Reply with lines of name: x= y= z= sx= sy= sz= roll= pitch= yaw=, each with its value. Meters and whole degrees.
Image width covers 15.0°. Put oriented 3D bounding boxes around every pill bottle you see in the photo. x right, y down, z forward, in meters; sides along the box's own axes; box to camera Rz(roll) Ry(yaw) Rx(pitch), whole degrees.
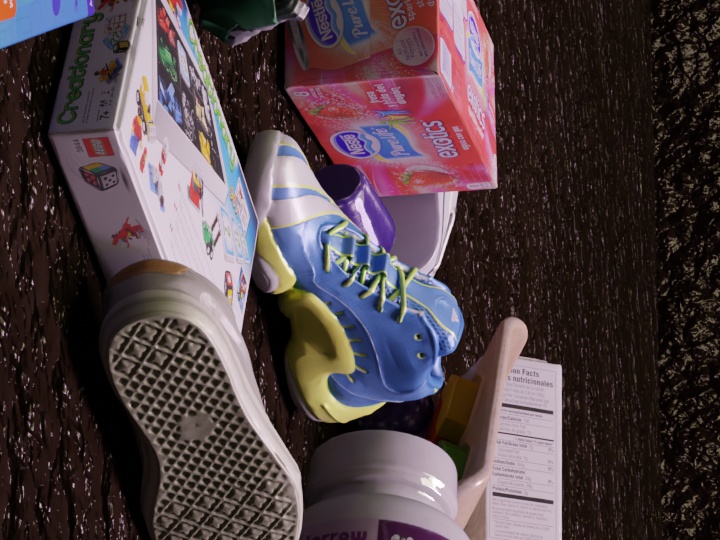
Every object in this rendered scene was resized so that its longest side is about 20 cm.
pill bottle: x=0.005 y=0.189 z=1.443 sx=0.112 sy=0.112 sz=0.201 roll=71 pitch=19 yaw=-52

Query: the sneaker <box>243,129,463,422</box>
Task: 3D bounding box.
sneaker: x=0.000 y=0.000 z=1.492 sx=0.200 sy=0.105 sz=0.076 roll=75 pitch=16 yaw=-44

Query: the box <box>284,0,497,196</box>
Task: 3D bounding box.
box: x=0.021 y=-0.124 z=1.653 sx=0.200 sy=0.094 sz=0.103 roll=53 pitch=35 yaw=-69

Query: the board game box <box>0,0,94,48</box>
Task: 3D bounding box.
board game box: x=-0.151 y=-0.153 z=0.973 sx=0.200 sy=0.045 sz=0.153 roll=-46 pitch=131 yaw=-73

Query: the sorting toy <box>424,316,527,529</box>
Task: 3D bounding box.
sorting toy: x=0.041 y=0.141 z=1.660 sx=0.200 sy=0.036 sz=0.186 roll=-67 pitch=-178 yaw=-59

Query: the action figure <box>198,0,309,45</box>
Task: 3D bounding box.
action figure: x=-0.049 y=-0.155 z=1.319 sx=0.200 sy=0.054 sz=0.119 roll=144 pitch=-50 yaw=-75

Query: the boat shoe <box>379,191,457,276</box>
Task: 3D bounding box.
boat shoe: x=0.032 y=-0.081 z=1.781 sx=0.065 sy=0.073 sz=0.201 roll=65 pitch=33 yaw=-71

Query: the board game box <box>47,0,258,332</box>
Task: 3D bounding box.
board game box: x=-0.090 y=-0.040 z=1.247 sx=0.200 sy=0.034 sz=0.127 roll=73 pitch=18 yaw=-47

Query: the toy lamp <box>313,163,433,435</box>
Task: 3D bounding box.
toy lamp: x=0.003 y=0.020 z=1.621 sx=0.058 sy=0.058 sz=0.200 roll=-82 pitch=162 yaw=-44

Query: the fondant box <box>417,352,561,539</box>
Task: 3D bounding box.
fondant box: x=0.081 y=0.174 z=1.789 sx=0.144 sy=0.058 sz=0.201 roll=130 pitch=-33 yaw=-60

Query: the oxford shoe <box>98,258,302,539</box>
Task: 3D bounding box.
oxford shoe: x=-0.071 y=0.070 z=1.228 sx=0.058 sy=0.075 sz=0.200 roll=-102 pitch=177 yaw=-48
